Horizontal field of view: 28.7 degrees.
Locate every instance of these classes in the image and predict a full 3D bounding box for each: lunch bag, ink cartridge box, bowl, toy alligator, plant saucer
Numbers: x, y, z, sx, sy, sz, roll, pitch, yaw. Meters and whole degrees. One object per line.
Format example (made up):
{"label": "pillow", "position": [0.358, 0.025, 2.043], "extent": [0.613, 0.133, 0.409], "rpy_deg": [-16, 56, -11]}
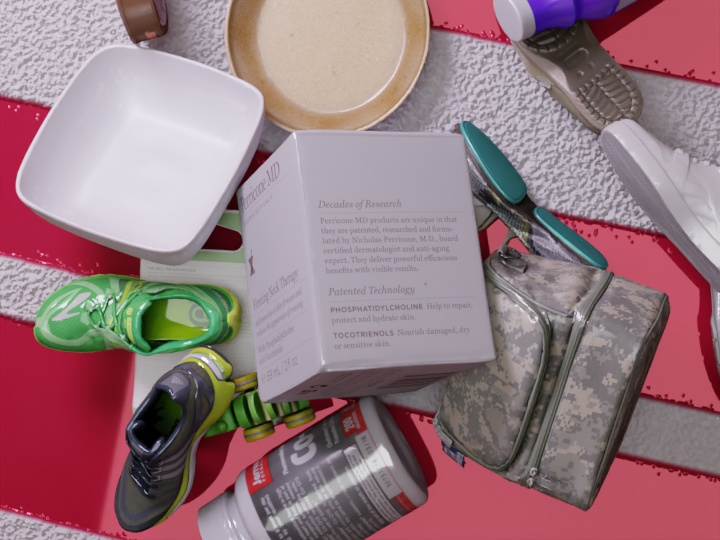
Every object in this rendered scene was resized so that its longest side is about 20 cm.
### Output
{"label": "lunch bag", "position": [0.164, 0.092, 1.255], "extent": [0.166, 0.139, 0.202], "rpy_deg": [22, 117, 16]}
{"label": "ink cartridge box", "position": [-0.142, 0.043, 1.352], "extent": [0.143, 0.048, 0.203], "rpy_deg": [3, 90, 7]}
{"label": "bowl", "position": [-0.198, -0.102, 1.314], "extent": [0.197, 0.075, 0.202], "rpy_deg": [19, 66, 15]}
{"label": "toy alligator", "position": [-0.110, 0.131, 1.302], "extent": [0.197, 0.054, 0.060], "rpy_deg": [-19, 90, 7]}
{"label": "plant saucer", "position": [-0.030, -0.226, 1.343], "extent": [0.197, 0.035, 0.204], "rpy_deg": [0, 90, 7]}

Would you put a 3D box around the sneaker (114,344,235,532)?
{"label": "sneaker", "position": [-0.187, 0.159, 1.275], "extent": [0.074, 0.081, 0.202], "rpy_deg": [34, 116, 21]}

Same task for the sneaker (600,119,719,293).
{"label": "sneaker", "position": [0.311, -0.078, 1.237], "extent": [0.115, 0.074, 0.200], "rpy_deg": [-42, 91, -5]}

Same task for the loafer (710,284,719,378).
{"label": "loafer", "position": [0.353, 0.032, 1.281], "extent": [0.069, 0.070, 0.203], "rpy_deg": [-6, 89, 15]}

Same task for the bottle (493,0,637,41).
{"label": "bottle", "position": [0.212, -0.270, 1.256], "extent": [0.198, 0.065, 0.084], "rpy_deg": [-29, 77, -13]}

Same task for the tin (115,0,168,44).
{"label": "tin", "position": [-0.221, -0.317, 1.330], "extent": [0.041, 0.112, 0.203], "rpy_deg": [-13, 90, -3]}

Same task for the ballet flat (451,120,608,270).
{"label": "ballet flat", "position": [0.141, -0.048, 1.311], "extent": [0.072, 0.072, 0.200], "rpy_deg": [-44, 84, 5]}

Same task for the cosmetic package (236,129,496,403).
{"label": "cosmetic package", "position": [0.000, 0.000, 1.232], "extent": [0.164, 0.167, 0.203], "rpy_deg": [-2, 76, -23]}

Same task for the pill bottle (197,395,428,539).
{"label": "pill bottle", "position": [-0.046, 0.213, 1.308], "extent": [0.198, 0.114, 0.115], "rpy_deg": [-31, 87, 6]}

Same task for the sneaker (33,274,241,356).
{"label": "sneaker", "position": [-0.210, 0.040, 1.296], "extent": [0.197, 0.084, 0.075], "rpy_deg": [-4, 92, 8]}

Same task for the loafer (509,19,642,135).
{"label": "loafer", "position": [0.186, -0.198, 1.303], "extent": [0.075, 0.068, 0.201], "rpy_deg": [-29, 71, -5]}
